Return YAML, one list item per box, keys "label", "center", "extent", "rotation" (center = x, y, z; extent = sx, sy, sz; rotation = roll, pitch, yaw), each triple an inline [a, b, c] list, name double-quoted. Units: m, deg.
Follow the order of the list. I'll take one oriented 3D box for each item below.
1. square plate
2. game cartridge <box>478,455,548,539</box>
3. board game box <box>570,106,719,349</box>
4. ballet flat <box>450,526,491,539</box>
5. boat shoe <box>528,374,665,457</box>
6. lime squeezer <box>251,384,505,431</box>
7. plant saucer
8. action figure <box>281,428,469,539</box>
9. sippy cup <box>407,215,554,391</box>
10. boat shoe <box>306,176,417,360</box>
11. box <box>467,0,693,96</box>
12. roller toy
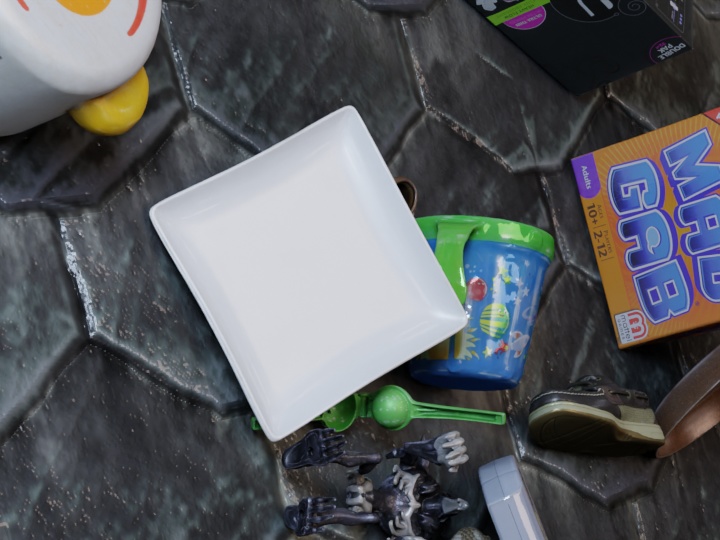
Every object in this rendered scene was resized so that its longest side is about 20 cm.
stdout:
- label: "square plate"
  center: [-0.040, 0.000, 1.465]
  extent: [0.200, 0.028, 0.198]
  rotation: [-30, 92, -28]
- label: "game cartridge"
  center: [0.134, 0.219, 1.565]
  extent: [0.200, 0.041, 0.133]
  rotation: [6, 59, -87]
- label: "board game box"
  center: [0.367, -0.047, 1.921]
  extent: [0.200, 0.200, 0.200]
  rotation: [-5, 79, -52]
- label: "ballet flat"
  center: [0.110, 0.288, 1.545]
  extent: [0.046, 0.067, 0.200]
  rotation: [-80, 154, -59]
- label: "boat shoe"
  center: [0.214, 0.130, 1.768]
  extent: [0.201, 0.072, 0.066]
  rotation: [18, 53, -50]
- label: "lime squeezer"
  center: [0.009, 0.107, 1.490]
  extent: [0.199, 0.071, 0.038]
  rotation: [1, 82, -12]
- label: "plant saucer"
  center: [0.357, 0.107, 1.876]
  extent: [0.035, 0.200, 0.200]
  rotation: [49, 32, 20]
- label: "action figure"
  center: [0.031, 0.180, 1.481]
  extent: [0.200, 0.102, 0.119]
  rotation: [16, 78, -48]
- label: "sippy cup"
  center: [0.092, 0.032, 1.607]
  extent: [0.178, 0.139, 0.131]
  rotation: [15, 74, -38]
- label: "boat shoe"
  center: [-0.004, -0.004, 1.535]
  extent: [0.075, 0.075, 0.203]
  rotation: [46, 44, -31]
- label: "box"
  center: [0.216, -0.290, 1.873]
  extent: [0.200, 0.148, 0.125]
  rotation: [35, 49, -40]
- label: "roller toy"
  center: [-0.229, -0.189, 1.271]
  extent: [0.182, 0.140, 0.201]
  rotation: [8, 70, -50]
